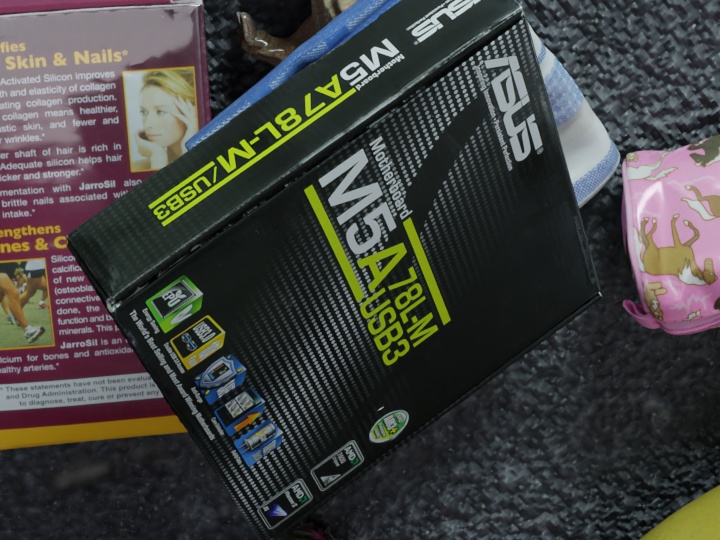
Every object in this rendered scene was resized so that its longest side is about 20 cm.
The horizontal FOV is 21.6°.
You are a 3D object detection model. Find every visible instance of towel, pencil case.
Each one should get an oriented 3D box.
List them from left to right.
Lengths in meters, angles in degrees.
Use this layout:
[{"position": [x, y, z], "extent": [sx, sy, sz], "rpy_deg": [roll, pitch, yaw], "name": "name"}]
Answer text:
[{"position": [0.026, -0.046, 0.811], "extent": [0.146, 0.024, 0.200], "rpy_deg": [-39, 145, 7], "name": "towel"}, {"position": [0.213, -0.026, 0.850], "extent": [0.198, 0.087, 0.083], "rpy_deg": [-9, 124, 12], "name": "pencil case"}]

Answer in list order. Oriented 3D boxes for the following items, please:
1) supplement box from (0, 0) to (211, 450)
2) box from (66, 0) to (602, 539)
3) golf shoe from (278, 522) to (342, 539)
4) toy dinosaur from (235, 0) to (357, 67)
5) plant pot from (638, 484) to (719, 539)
[{"position": [-0.117, -0.033, 0.815], "extent": [0.109, 0.086, 0.202], "rpy_deg": [-5, 117, -6], "name": "supplement box"}, {"position": [0.000, 0.000, 0.776], "extent": [0.192, 0.048, 0.201], "rpy_deg": [-33, 143, -8], "name": "box"}, {"position": [-0.011, 0.218, 0.963], "extent": [0.091, 0.073, 0.201], "rpy_deg": [-23, 117, 5], "name": "golf shoe"}, {"position": [0.017, -0.123, 0.796], "extent": [0.134, 0.086, 0.202], "rpy_deg": [-13, 123, -9], "name": "toy dinosaur"}, {"position": [0.201, 0.183, 0.925], "extent": [0.140, 0.201, 0.202], "rpy_deg": [-9, 119, 19], "name": "plant pot"}]
